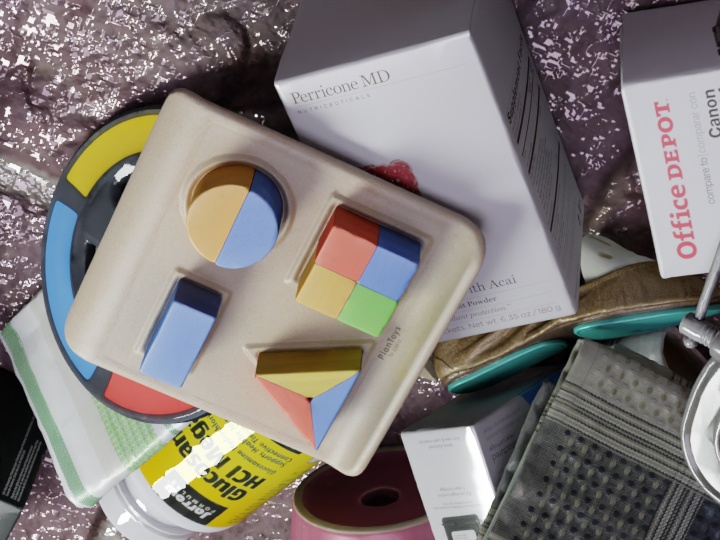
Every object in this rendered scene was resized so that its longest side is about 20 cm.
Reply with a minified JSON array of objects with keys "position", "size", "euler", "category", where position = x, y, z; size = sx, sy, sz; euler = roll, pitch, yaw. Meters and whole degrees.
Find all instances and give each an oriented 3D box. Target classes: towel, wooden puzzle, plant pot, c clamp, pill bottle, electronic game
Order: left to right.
[{"position":[-0.148,0.047,1.229],"size":[0.200,0.149,0.031],"euler":[-39,157,29],"category":"towel"},{"position":[-0.125,-0.004,1.166],"size":[0.200,0.042,0.200],"euler":[0,90,35],"category":"electronic game"},{"position":[-0.089,0.107,1.262],"size":[0.112,0.112,0.200],"euler":[38,124,-19],"category":"pill bottle"},{"position":[-0.054,0.016,1.068],"size":[0.200,0.046,0.185],"euler":[26,117,-5],"category":"wooden puzzle"},{"position":[0.029,0.230,1.303],"size":[0.200,0.200,0.179],"euler":[-4,110,11],"category":"plant pot"},{"position":[0.176,0.160,1.171],"size":[0.200,0.035,0.193],"euler":[27,89,-13],"category":"towel"},{"position":[0.260,0.093,1.083],"size":[0.200,0.027,0.171],"euler":[36,129,25],"category":"c clamp"}]

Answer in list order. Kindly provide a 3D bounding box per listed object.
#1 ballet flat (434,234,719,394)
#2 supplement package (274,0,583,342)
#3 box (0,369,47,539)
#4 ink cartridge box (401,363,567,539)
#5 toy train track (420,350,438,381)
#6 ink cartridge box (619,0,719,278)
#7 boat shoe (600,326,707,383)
[{"position":[0.133,0.019,1.196],"size":[0.200,0.072,0.068],"euler":[-20,164,26],"category":"ballet flat"},{"position":[0.046,-0.073,1.104],"size":[0.121,0.120,0.200],"euler":[-13,123,19],"category":"supplement package"},{"position":[-0.337,0.135,1.314],"size":[0.200,0.124,0.149],"euler":[25,125,-9],"category":"box"},{"position":[0.113,0.176,1.230],"size":[0.068,0.116,0.200],"euler":[-11,101,43],"category":"ink cartridge box"},{"position":[0.000,0.000,1.213],"size":[0.115,0.033,0.200],"euler":[16,152,50],"category":"toy train track"},{"position":[0.261,-0.085,1.086],"size":[0.200,0.086,0.148],"euler":[-9,125,13],"category":"ink cartridge box"},{"position":[0.247,0.107,1.236],"size":[0.086,0.075,0.202],"euler":[-25,114,43],"category":"boat shoe"}]
